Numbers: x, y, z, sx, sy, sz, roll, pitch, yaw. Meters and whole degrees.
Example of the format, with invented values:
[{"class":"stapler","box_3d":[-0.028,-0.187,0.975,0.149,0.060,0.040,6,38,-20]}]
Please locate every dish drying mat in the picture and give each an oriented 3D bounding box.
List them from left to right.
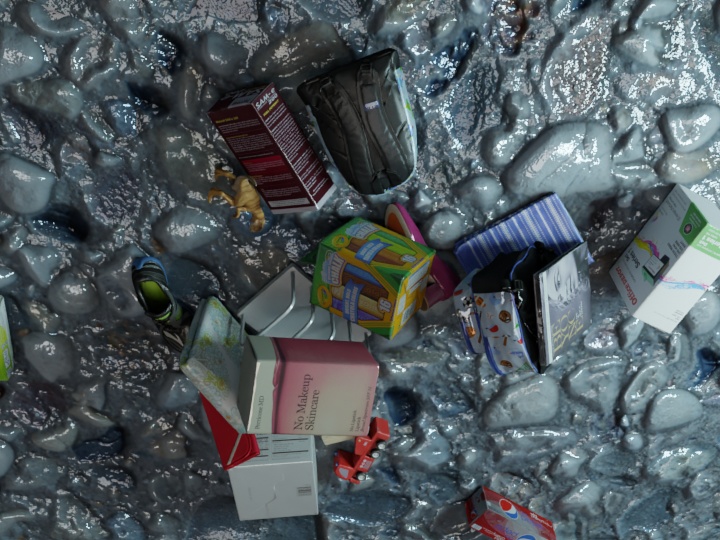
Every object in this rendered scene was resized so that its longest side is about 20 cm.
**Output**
[{"class":"dish drying mat","box_3d":[-0.241,0.249,1.605,0.077,0.200,0.018,-29,156,14]}]

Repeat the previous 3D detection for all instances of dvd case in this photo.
[{"class":"dvd case","box_3d":[0.329,0.049,1.449,0.016,0.200,0.149,3,108,35]}]

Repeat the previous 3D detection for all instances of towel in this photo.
[{"class":"towel","box_3d":[-0.231,0.157,1.533,0.048,0.200,0.171,-29,118,20]},{"class":"towel","box_3d":[0.276,-0.028,1.532,0.200,0.024,0.145,-28,103,13]}]

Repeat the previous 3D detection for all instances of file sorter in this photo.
[{"class":"file sorter","box_3d":[-0.095,0.119,1.553,0.139,0.125,0.200,-40,115,18]}]

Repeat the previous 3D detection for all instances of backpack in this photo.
[{"class":"backpack","box_3d":[0.014,-0.214,1.364,0.163,0.154,0.200,-21,99,7]},{"class":"backpack","box_3d":[0.245,0.074,1.464,0.154,0.200,0.191,-14,101,35]}]

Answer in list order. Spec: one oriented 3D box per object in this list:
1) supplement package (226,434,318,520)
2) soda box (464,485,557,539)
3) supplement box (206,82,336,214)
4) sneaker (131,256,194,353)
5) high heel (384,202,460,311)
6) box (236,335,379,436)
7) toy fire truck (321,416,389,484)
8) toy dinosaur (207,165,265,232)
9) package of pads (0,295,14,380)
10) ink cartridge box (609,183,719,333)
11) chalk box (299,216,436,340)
[{"class":"supplement package","box_3d":[-0.161,0.368,1.691,0.156,0.111,0.200,-4,138,-3]},{"class":"soda box","box_3d":[0.313,0.527,1.871,0.200,0.070,0.063,32,114,-20]},{"class":"supplement box","box_3d":[-0.134,-0.183,1.381,0.109,0.061,0.200,-1,132,42]},{"class":"sneaker","box_3d":[-0.338,0.071,1.539,0.071,0.083,0.200,-19,121,8]},{"class":"high heel","box_3d":[0.106,-0.037,1.535,0.096,0.067,0.200,-33,115,-35]},{"class":"box","box_3d":[-0.086,0.184,1.432,0.200,0.109,0.128,4,106,-18]},{"class":"toy fire truck","box_3d":[-0.022,0.317,1.732,0.141,0.049,0.200,21,119,-15]},{"class":"toy dinosaur","box_3d":[-0.186,-0.128,1.418,0.106,0.060,0.200,19,161,10]},{"class":"package of pads","box_3d":[-0.709,0.112,1.550,0.200,0.068,0.155,2,123,-6]},{"class":"ink cartridge box","box_3d":[0.521,-0.019,1.503,0.084,0.145,0.200,23,118,-16]},{"class":"chalk box","box_3d":[0.000,0.000,1.472,0.200,0.125,0.124,25,125,19]}]
